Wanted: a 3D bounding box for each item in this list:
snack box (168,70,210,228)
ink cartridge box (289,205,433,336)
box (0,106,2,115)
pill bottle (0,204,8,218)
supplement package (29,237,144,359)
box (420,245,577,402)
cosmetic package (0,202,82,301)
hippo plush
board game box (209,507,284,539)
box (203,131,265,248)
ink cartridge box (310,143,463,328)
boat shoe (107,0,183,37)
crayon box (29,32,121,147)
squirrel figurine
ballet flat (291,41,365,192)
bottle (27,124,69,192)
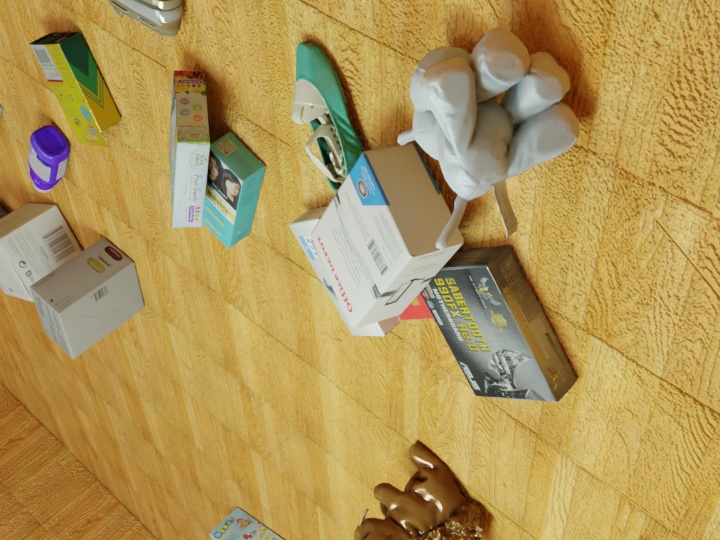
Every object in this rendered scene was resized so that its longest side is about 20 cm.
[{"bbox_3d":[-0.261,-0.179,1.519,0.201,0.052,0.144,108,156,-53],"label":"snack box"},{"bbox_3d":[0.000,0.000,1.434,0.176,0.045,0.201,-6,118,58],"label":"ink cartridge box"},{"bbox_3d":[-0.906,-0.383,2.236,0.201,0.106,0.152,53,151,-3],"label":"box"},{"bbox_3d":[-0.962,-0.120,2.599,0.200,0.112,0.112,43,150,16],"label":"pill bottle"},{"bbox_3d":[-0.588,0.058,2.172,0.110,0.200,0.157,34,146,26],"label":"supplement package"},{"bbox_3d":[0.166,0.070,1.269,0.158,0.048,0.201,-3,120,57],"label":"box"},{"bbox_3d":[-0.778,-0.046,2.363,0.199,0.166,0.169,6,128,53],"label":"cosmetic package"},{"bbox_3d":[0.125,-0.153,1.032,0.161,0.157,0.202,-120,22,-67],"label":"hippo plush"},{"bbox_3d":[-0.271,0.705,2.530,0.199,0.105,0.104,21,139,43],"label":"board game box"},{"bbox_3d":[-0.206,-0.123,1.586,0.082,0.049,0.201,44,150,13],"label":"box"},{"bbox_3d":[0.027,-0.040,1.254,0.147,0.084,0.200,65,150,17],"label":"ink cartridge box"},{"bbox_3d":[-0.335,-0.397,1.443,0.199,0.075,0.069,35,141,26],"label":"boat shoe"},{"bbox_3d":[-0.499,-0.320,1.785,0.126,0.051,0.202,15,133,48],"label":"crayon box"},{"bbox_3d":[0.093,0.422,1.618,0.199,0.186,0.142,36,147,25],"label":"squirrel figurine"},{"bbox_3d":[-0.046,-0.186,1.269,0.067,0.070,0.202,7,127,52],"label":"ballet flat"},{"bbox_3d":[-0.653,-0.224,2.093,0.084,0.065,0.200,50,151,4],"label":"bottle"}]
